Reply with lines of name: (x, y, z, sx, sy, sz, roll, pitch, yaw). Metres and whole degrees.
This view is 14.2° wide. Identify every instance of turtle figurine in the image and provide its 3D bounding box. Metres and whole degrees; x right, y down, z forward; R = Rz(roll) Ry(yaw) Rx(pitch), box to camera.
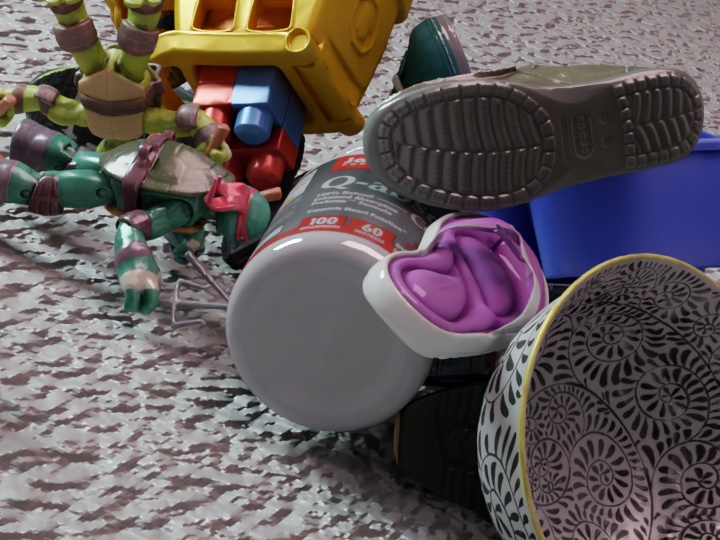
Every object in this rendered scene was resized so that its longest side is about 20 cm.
turtle figurine: (-0.126, -0.034, 1.700, 0.199, 0.101, 0.150, 17, 9, 15)
turtle figurine: (-0.140, -0.112, 1.755, 0.199, 0.162, 0.064, 12, 43, 14)

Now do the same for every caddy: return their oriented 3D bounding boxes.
caddy: (0.157, -0.047, 1.739, 0.199, 0.105, 0.141, -3, -4, -32)

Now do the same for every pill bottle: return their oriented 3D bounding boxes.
pill bottle: (0.000, 0.000, 1.621, 0.116, 0.116, 0.200, 22, 25, 2)

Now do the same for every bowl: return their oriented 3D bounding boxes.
bowl: (0.124, 0.096, 1.507, 0.200, 0.201, 0.094, 8, -11, -40)

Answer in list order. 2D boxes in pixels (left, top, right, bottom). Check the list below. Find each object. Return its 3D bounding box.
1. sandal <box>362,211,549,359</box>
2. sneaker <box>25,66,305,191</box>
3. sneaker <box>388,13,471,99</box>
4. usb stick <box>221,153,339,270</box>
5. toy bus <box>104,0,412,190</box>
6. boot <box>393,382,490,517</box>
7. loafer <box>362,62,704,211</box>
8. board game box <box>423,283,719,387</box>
sandal: (0.065, 0.002, 1.518, 0.082, 0.050, 0.203, 47, 23, 4)
sneaker: (-0.141, -0.094, 1.947, 0.200, 0.074, 0.081, 14, 2, -31)
sneaker: (0.033, -0.075, 1.876, 0.080, 0.200, 0.071, -11, 42, -12)
usb stick: (-0.004, -0.054, 1.775, 0.033, 0.200, 0.056, 46, 34, -27)
toy bus: (-0.085, -0.142, 1.842, 0.199, 0.192, 0.136, 3, -28, 25)
boot: (0.098, 0.099, 1.635, 0.199, 0.078, 0.138, 8, 1, -19)
loafer: (0.092, -0.078, 1.617, 0.199, 0.075, 0.070, -5, 11, -19)
board game box: (0.142, 0.039, 1.663, 0.199, 0.062, 0.200, 4, -6, -22)
